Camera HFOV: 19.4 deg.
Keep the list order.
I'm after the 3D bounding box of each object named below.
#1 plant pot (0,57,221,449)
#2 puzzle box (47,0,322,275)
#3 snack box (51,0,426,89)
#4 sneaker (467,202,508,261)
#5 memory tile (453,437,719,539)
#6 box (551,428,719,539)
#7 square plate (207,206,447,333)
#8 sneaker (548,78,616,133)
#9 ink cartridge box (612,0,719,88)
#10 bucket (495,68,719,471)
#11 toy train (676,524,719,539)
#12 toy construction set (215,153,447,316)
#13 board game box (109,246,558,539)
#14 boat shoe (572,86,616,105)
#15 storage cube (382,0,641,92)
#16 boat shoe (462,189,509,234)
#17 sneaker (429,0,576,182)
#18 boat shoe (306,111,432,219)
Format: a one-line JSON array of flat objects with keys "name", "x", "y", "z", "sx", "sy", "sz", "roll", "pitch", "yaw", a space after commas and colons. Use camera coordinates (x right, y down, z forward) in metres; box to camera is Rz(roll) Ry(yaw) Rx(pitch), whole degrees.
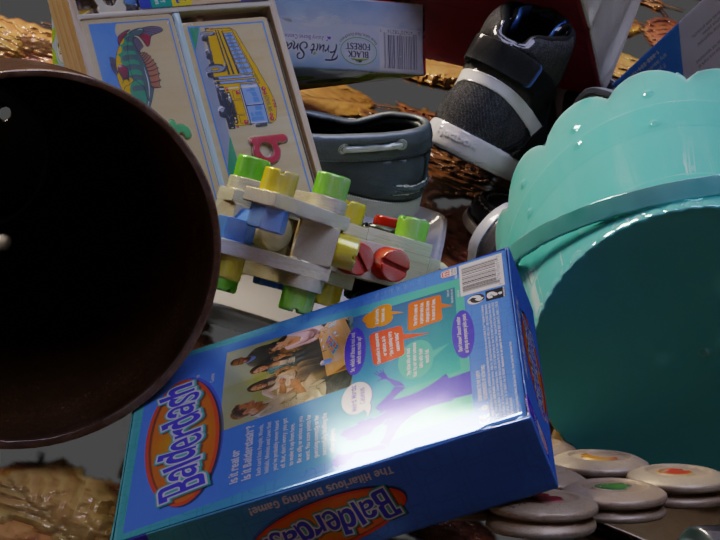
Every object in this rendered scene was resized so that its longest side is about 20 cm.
[{"name": "plant pot", "x": -0.187, "y": -0.032, "z": 1.076, "sx": 0.187, "sy": 0.187, "sz": 0.200, "roll": 7, "pitch": 15, "yaw": -21}, {"name": "puzzle box", "x": -0.093, "y": -0.092, "z": 1.179, "sx": 0.133, "sy": 0.025, "sz": 0.200, "roll": -9, "pitch": 78, "yaw": -34}, {"name": "snack box", "x": -0.077, "y": -0.146, "z": 1.354, "sx": 0.200, "sy": 0.053, "sz": 0.142, "roll": -1, "pitch": -1, "yaw": -44}, {"name": "sneaker", "x": 0.164, "y": 0.009, "z": 1.273, "sx": 0.200, "sy": 0.077, "sz": 0.082, "roll": 13, "pitch": 18, "yaw": -10}, {"name": "memory tile", "x": 0.066, "y": 0.099, "z": 1.030, "sx": 0.153, "sy": 0.017, "sz": 0.200, "roll": -4, "pitch": 7, "yaw": -43}, {"name": "box", "x": 0.184, "y": 0.113, "z": 1.173, "sx": 0.163, "sy": 0.021, "sz": 0.200, "roll": 22, "pitch": 29, "yaw": 6}, {"name": "square plate", "x": -0.052, "y": -0.010, "z": 1.241, "sx": 0.200, "sy": 0.028, "sz": 0.198, "roll": 17, "pitch": 29, "yaw": -3}, {"name": "sneaker", "x": 0.149, "y": -0.113, "z": 1.492, "sx": 0.200, "sy": 0.074, "sz": 0.081, "roll": 56, "pitch": 3, "yaw": 26}, {"name": "ink cartridge box", "x": 0.282, "y": -0.086, "z": 1.383, "sx": 0.084, "sy": 0.145, "sz": 0.200, "roll": -13, "pitch": 68, "yaw": -45}, {"name": "bucket", "x": 0.174, "y": 0.007, "z": 1.124, "sx": 0.207, "sy": 0.207, "sz": 0.135, "roll": 14, "pitch": 30, "yaw": -8}, {"name": "toy train", "x": 0.117, "y": 0.168, "z": 0.941, "sx": 0.200, "sy": 0.114, "sz": 0.085, "roll": 3, "pitch": 32, "yaw": -27}, {"name": "toy construction set", "x": 0.000, "y": 0.000, "z": 1.110, "sx": 0.200, "sy": 0.092, "sz": 0.131, "roll": 32, "pitch": -10, "yaw": -26}, {"name": "board game box", "x": -0.013, "y": 0.072, "z": 0.994, "sx": 0.200, "sy": 0.045, "sz": 0.152, "roll": -17, "pitch": 29, "yaw": 10}, {"name": "boat shoe", "x": 0.207, "y": -0.067, "z": 1.322, "sx": 0.062, "sy": 0.073, "sz": 0.200, "roll": 5, "pitch": 18, "yaw": -31}, {"name": "storage cube", "x": 0.098, "y": -0.245, "z": 1.423, "sx": 0.180, "sy": 0.171, "sz": 0.200, "roll": 14, "pitch": 69, "yaw": 20}, {"name": "boat shoe", "x": 0.166, "y": -0.019, "z": 1.352, "sx": 0.200, "sy": 0.060, "sz": 0.074, "roll": 21, "pitch": 30, "yaw": 5}, {"name": "sneaker", "x": 0.106, "y": -0.115, "z": 1.368, "sx": 0.073, "sy": 0.112, "sz": 0.200, "roll": 28, "pitch": 5, "yaw": 10}, {"name": "boat shoe", "x": -0.053, "y": -0.088, "z": 1.266, "sx": 0.200, "sy": 0.062, "sz": 0.073, "roll": 16, "pitch": 28, "yaw": -6}]
